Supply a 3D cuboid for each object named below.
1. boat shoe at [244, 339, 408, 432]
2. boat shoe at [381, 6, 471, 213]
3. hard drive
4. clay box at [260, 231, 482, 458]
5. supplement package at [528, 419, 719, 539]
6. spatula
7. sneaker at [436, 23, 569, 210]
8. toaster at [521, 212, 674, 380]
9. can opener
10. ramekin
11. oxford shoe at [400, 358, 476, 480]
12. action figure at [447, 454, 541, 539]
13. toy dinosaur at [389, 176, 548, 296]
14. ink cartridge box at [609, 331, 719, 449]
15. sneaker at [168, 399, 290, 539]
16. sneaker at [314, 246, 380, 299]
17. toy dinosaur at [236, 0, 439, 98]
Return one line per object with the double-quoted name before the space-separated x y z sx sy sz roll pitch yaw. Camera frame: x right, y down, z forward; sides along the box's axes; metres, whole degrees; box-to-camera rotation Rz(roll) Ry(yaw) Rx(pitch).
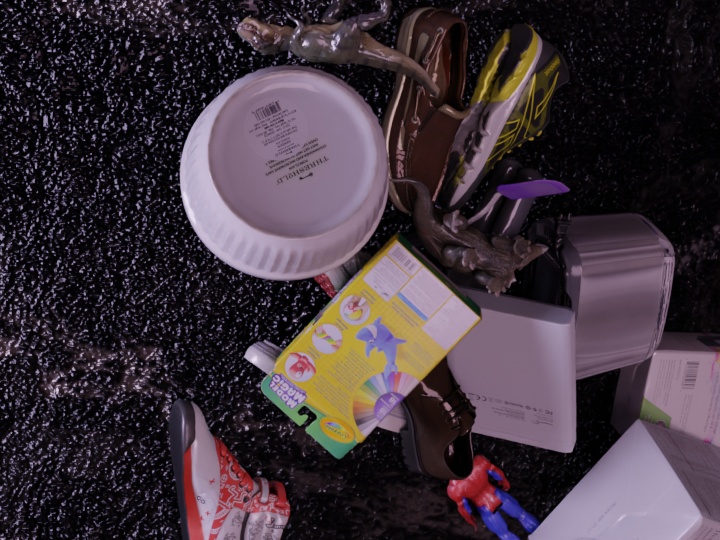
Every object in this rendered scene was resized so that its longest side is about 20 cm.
"boat shoe" -0.023 0.104 1.580 0.200 0.072 0.069 25 90 -21
"boat shoe" 0.068 -0.152 1.503 0.075 0.075 0.203 -8 105 -39
"hard drive" 0.153 0.102 1.576 0.132 0.027 0.200 11 139 19
"clay box" 0.008 0.074 1.497 0.115 0.048 0.200 43 102 -6
"supplement package" 0.332 0.293 1.662 0.200 0.147 0.191 21 118 -36
"spatula" 0.110 -0.055 1.551 0.200 0.057 0.021 -24 70 19
"sneaker" 0.144 -0.142 1.549 0.085 0.074 0.200 20 107 -32
"toaster" 0.242 0.018 1.603 0.129 0.114 0.200 -8 121 -19
"can opener" 0.134 -0.016 1.609 0.067 0.053 0.200 14 104 -55
"ramekin" -0.067 -0.095 1.438 0.200 0.105 0.200 1 81 -7
"oxford shoe" 0.081 0.126 1.567 0.073 0.084 0.200 -39 127 -35
"action figure" 0.144 0.255 1.690 0.065 0.052 0.200 -44 121 -5
"toy dinosaur" 0.096 -0.025 1.494 0.200 0.102 0.077 22 85 -22
"ink cartridge box" 0.388 0.133 1.718 0.200 0.067 0.117 3 107 -18
"sneaker" -0.132 0.213 1.583 0.108 0.067 0.202 -10 113 -15
"sneaker" 0.000 0.000 1.556 0.082 0.078 0.200 -42 124 -5
"toy dinosaur" -0.012 -0.230 1.470 0.200 0.047 0.088 15 100 6
